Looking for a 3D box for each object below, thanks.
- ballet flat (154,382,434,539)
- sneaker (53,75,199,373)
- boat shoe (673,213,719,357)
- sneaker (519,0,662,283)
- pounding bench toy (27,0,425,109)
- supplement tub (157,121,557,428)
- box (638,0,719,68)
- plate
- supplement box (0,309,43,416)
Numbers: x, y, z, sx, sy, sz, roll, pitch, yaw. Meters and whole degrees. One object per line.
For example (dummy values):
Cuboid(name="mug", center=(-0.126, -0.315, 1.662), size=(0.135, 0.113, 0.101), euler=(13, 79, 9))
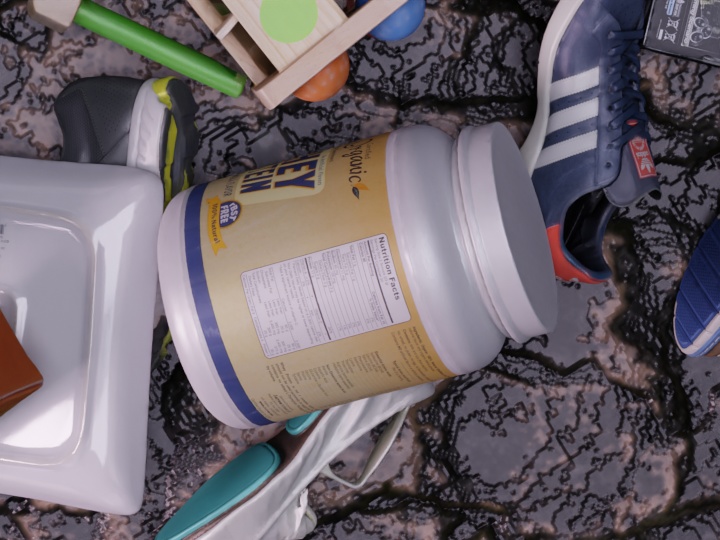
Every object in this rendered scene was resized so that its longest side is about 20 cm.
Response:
Cuboid(name="ballet flat", center=(-0.033, 0.118, 1.783), size=(0.200, 0.069, 0.069), euler=(-45, 96, -3))
Cuboid(name="sneaker", center=(-0.148, -0.021, 1.766), size=(0.084, 0.074, 0.201), euler=(13, 100, 20))
Cuboid(name="boat shoe", center=(0.261, -0.022, 1.774), size=(0.072, 0.072, 0.200), euler=(24, 114, -25))
Cuboid(name="sneaker", center=(0.145, -0.085, 1.744), size=(0.084, 0.075, 0.201), euler=(29, 115, 33))
Cuboid(name="pounding bench toy", center=(-0.072, -0.156, 1.722), size=(0.200, 0.124, 0.156), euler=(-38, 97, 0))
Cuboid(name="supplement tub", center=(0.000, 0.000, 1.702), size=(0.199, 0.144, 0.145), euler=(-15, 96, 14))
Cuboid(name="box", center=(0.262, -0.211, 1.780), size=(0.159, 0.044, 0.201), euler=(12, 94, -5))
Cuboid(name="plate", center=(-0.214, 0.033, 1.738), size=(0.199, 0.032, 0.201), euler=(7, 96, 20))
Cuboid(name="supplement box", center=(-0.273, 0.091, 1.706), size=(0.200, 0.069, 0.067), euler=(-37, 84, 34))
